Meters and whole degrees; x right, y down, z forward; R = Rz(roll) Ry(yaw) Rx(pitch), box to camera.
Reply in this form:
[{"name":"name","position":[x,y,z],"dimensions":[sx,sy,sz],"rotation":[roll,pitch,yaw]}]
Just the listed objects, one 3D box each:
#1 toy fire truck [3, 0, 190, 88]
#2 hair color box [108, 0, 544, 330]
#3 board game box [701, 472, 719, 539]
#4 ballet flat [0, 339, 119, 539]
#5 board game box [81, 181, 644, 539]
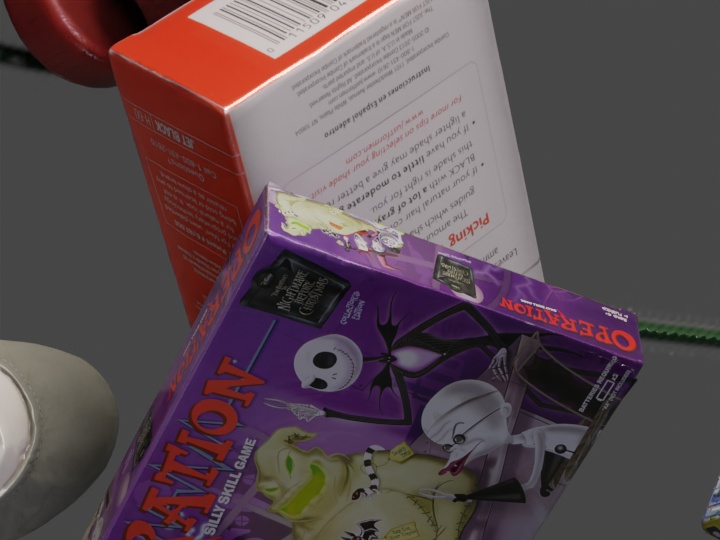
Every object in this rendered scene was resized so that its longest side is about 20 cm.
[{"name":"toy fire truck","position":[-0.037,-0.151,0.948],"dimensions":[0.167,0.112,0.201],"rotation":[-17,85,-44]},{"name":"hair color box","position":[0.000,0.000,0.884],"dimensions":[0.101,0.061,0.201],"rotation":[-34,130,-26]},{"name":"board game box","position":[0.248,0.087,0.949],"dimensions":[0.199,0.200,0.062],"rotation":[26,70,-15]},{"name":"ballet flat","position":[-0.158,0.058,0.862],"dimensions":[0.199,0.064,0.068],"rotation":[-8,81,-24]},{"name":"board game box","position":[-0.014,0.075,0.857],"dimensions":[0.119,0.201,0.032],"rotation":[21,33,-12]}]
